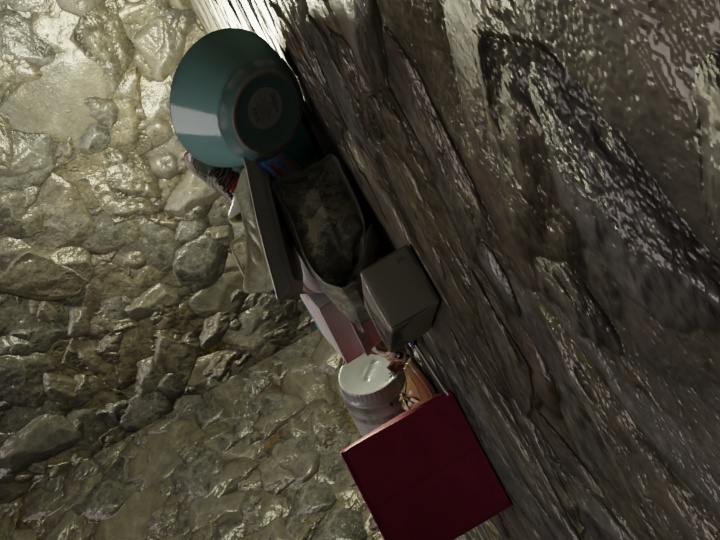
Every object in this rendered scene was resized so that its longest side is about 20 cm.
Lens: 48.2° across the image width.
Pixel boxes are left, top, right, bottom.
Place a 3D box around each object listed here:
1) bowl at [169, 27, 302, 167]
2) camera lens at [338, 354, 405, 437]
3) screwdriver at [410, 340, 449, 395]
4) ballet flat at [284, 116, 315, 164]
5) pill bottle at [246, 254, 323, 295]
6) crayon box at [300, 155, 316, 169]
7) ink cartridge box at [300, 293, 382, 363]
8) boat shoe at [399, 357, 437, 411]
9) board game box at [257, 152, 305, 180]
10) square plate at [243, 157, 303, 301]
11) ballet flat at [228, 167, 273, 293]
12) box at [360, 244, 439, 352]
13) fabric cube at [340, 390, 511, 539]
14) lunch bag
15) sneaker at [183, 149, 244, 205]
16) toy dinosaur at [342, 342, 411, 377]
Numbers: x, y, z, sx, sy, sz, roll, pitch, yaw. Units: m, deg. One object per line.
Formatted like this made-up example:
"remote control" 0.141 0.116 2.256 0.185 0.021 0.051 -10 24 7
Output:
"bowl" -0.160 -0.234 1.148 0.104 0.200 0.202 28 152 44
"camera lens" 0.054 0.275 1.684 0.202 0.158 0.160 65 174 -33
"screwdriver" 0.089 0.127 1.240 0.201 0.029 0.028 -115 1 -50
"ballet flat" -0.135 -0.261 1.287 0.200 0.067 0.069 50 -153 -37
"pill bottle" -0.093 -0.019 1.405 0.198 0.120 0.121 -4 123 40
"crayon box" -0.126 -0.235 1.447 0.128 0.050 0.200 61 176 9
"ink cartridge box" -0.023 0.062 1.475 0.130 0.124 0.200 63 169 -28
"boat shoe" 0.107 0.239 1.480 0.072 0.064 0.201 57 173 46
"board game box" -0.130 -0.160 1.360 0.199 0.045 0.152 39 175 -4
"square plate" -0.120 -0.056 1.177 0.200 0.028 0.202 30 -134 -87
"ballet flat" -0.167 -0.063 1.190 0.068 0.061 0.203 68 -171 -70
"box" 0.047 0.041 1.009 0.083 0.068 0.200 60 175 14
"fabric cube" 0.098 0.331 1.301 0.202 0.197 0.196 61 174 8
"lunch bag" -0.031 -0.034 1.151 0.164 0.116 0.202 69 176 -68
"sneaker" -0.193 -0.143 1.262 0.199 0.078 0.082 35 -171 -46
"toy dinosaur" 0.044 0.138 1.589 0.201 0.133 0.087 -79 5 -63
